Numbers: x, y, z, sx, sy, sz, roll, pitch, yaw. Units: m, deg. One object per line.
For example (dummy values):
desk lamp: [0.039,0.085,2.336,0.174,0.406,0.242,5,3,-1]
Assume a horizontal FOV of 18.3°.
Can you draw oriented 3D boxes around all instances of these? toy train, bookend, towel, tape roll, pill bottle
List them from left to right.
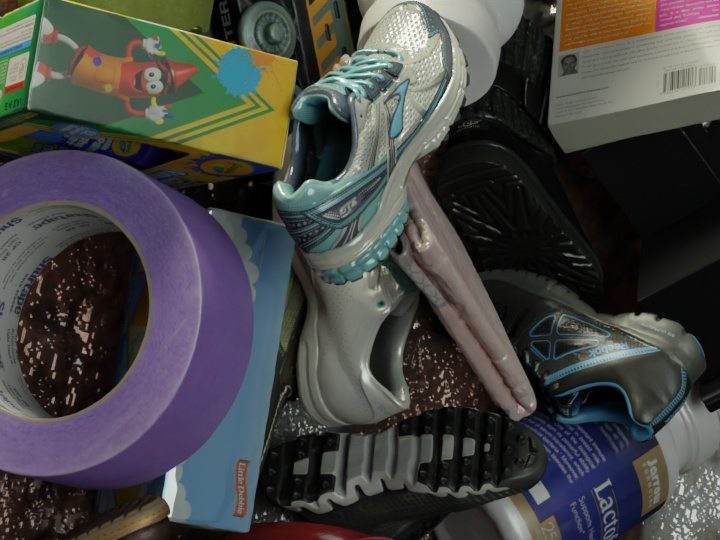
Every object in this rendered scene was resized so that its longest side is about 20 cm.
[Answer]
tape roll: [-0.172,0.031,1.377,0.085,0.199,0.201,30,68,-68]
toy train: [-0.053,-0.161,1.524,0.114,0.085,0.201,-14,94,-37]
towel: [0.043,-0.020,1.478,0.032,0.200,0.191,-29,135,7]
pill bottle: [0.060,-0.213,1.528,0.116,0.116,0.201,30,50,-23]
pill bottle: [0.153,0.140,1.590,0.200,0.116,0.116,-30,101,-26]
bookend: [0.237,-0.044,1.594,0.200,0.092,0.199,51,28,-21]

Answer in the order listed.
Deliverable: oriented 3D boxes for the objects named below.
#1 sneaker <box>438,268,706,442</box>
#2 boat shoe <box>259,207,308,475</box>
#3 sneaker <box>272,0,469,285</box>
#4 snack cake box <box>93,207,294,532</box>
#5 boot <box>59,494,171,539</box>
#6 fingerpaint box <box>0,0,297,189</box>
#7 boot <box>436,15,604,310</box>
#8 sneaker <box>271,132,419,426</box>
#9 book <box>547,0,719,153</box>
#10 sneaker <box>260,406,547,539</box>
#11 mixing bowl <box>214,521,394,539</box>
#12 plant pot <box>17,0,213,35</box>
sneaker: [0.134,0.057,1.547,0.082,0.199,0.073,-57,145,-29]
boat shoe: [-0.052,0.056,1.513,0.066,0.072,0.202,17,75,-21]
sneaker: [0.004,-0.095,1.361,0.086,0.077,0.201,47,49,-39]
snack cake box: [-0.109,0.066,1.457,0.067,0.115,0.201,12,81,-26]
boot: [-0.155,0.247,1.391,0.167,0.200,0.072,55,24,1]
fingerpaint box: [-0.158,-0.103,1.395,0.166,0.200,0.074,12,82,-27]
boot: [0.120,-0.075,1.609,0.211,0.079,0.158,58,28,-44]
sneaker: [0.000,0.000,1.467,0.075,0.088,0.201,-9,91,-46]
book: [0.206,-0.183,1.586,0.048,0.133,0.201,53,35,-43]
sneaker: [0.039,0.143,1.506,0.091,0.199,0.067,54,35,-47]
mixing bowl: [-0.061,0.240,1.455,0.200,0.108,0.201,-29,133,-36]
plant pot: [-0.155,-0.245,1.428,0.199,0.200,0.191,-5,101,-28]
